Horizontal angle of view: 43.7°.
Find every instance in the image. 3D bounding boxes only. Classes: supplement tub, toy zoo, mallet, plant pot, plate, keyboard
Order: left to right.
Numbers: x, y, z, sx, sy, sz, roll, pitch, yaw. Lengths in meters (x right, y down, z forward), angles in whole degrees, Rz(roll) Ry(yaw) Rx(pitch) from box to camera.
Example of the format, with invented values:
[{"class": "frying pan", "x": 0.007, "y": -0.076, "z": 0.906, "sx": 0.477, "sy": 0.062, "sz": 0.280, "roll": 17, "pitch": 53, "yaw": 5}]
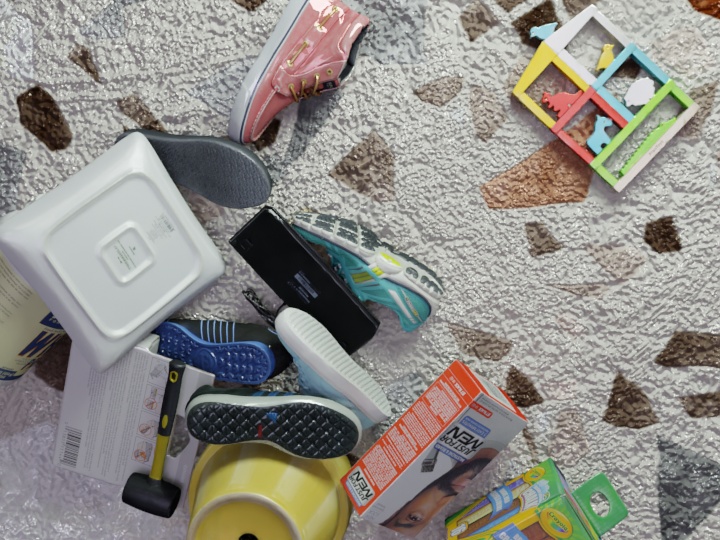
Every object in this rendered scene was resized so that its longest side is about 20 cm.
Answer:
[{"class": "supplement tub", "x": -0.396, "y": 0.023, "z": 1.048, "sx": 0.200, "sy": 0.145, "sz": 0.145, "roll": -42, "pitch": 92, "yaw": 9}, {"class": "plate", "x": -0.263, "y": -0.019, "z": 0.994, "sx": 0.200, "sy": 0.032, "sz": 0.200, "roll": -42, "pitch": 117, "yaw": -24}, {"class": "mallet", "x": -0.240, "y": 0.194, "z": 1.047, "sx": 0.065, "sy": 0.041, "sz": 0.201, "roll": 10, "pitch": 108, "yaw": 8}, {"class": "plant pot", "x": -0.112, "y": 0.282, "z": 1.032, "sx": 0.199, "sy": 0.189, "sz": 0.202, "roll": 1, "pitch": 97, "yaw": 5}, {"class": "keyboard", "x": -0.078, "y": 0.028, "z": 1.061, "sx": 0.127, "sy": 0.021, "sz": 0.200, "roll": -39, "pitch": 97, "yaw": 29}, {"class": "toy zoo", "x": 0.265, "y": -0.204, "z": 1.017, "sx": 0.200, "sy": 0.020, "sz": 0.131, "roll": 42, "pitch": 99, "yaw": -1}]

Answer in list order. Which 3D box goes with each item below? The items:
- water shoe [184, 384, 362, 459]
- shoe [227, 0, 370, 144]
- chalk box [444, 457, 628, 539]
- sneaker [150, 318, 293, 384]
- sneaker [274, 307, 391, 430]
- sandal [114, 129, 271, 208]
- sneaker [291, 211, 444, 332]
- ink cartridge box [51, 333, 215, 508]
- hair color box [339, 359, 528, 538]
[{"class": "water shoe", "x": -0.096, "y": 0.159, "z": 1.011, "sx": 0.199, "sy": 0.079, "sz": 0.072, "roll": 10, "pitch": 105, "yaw": -11}, {"class": "shoe", "x": -0.069, "y": -0.219, "z": 1.021, "sx": 0.091, "sy": 0.071, "sz": 0.201, "roll": 30, "pitch": 95, "yaw": 7}, {"class": "chalk box", "x": 0.212, "y": 0.311, "z": 1.036, "sx": 0.199, "sy": 0.124, "sz": 0.125, "roll": -33, "pitch": 94, "yaw": 9}, {"class": "sneaker", "x": -0.171, "y": 0.094, "z": 1.079, "sx": 0.199, "sy": 0.078, "sz": 0.071, "roll": 10, "pitch": 102, "yaw": 26}, {"class": "sneaker", "x": -0.048, "y": 0.128, "z": 1.034, "sx": 0.082, "sy": 0.074, "sz": 0.200, "roll": -34, "pitch": 120, "yaw": 12}, {"class": "sandal", "x": -0.192, "y": -0.129, "z": 1.050, "sx": 0.199, "sy": 0.043, "sz": 0.077, "roll": 17, "pitch": 120, "yaw": 13}, {"class": "sneaker", "x": 0.000, "y": 0.000, "z": 1.045, "sx": 0.199, "sy": 0.078, "sz": 0.080, "roll": 34, "pitch": 108, "yaw": 1}, {"class": "ink cartridge box", "x": -0.271, "y": 0.172, "z": 1.084, "sx": 0.175, "sy": 0.045, "sz": 0.201, "roll": 18, "pitch": 113, "yaw": 2}, {"class": "hair color box", "x": 0.086, "y": 0.210, "z": 1.040, "sx": 0.200, "sy": 0.064, "sz": 0.111, "roll": -47, "pitch": 133, "yaw": 10}]
